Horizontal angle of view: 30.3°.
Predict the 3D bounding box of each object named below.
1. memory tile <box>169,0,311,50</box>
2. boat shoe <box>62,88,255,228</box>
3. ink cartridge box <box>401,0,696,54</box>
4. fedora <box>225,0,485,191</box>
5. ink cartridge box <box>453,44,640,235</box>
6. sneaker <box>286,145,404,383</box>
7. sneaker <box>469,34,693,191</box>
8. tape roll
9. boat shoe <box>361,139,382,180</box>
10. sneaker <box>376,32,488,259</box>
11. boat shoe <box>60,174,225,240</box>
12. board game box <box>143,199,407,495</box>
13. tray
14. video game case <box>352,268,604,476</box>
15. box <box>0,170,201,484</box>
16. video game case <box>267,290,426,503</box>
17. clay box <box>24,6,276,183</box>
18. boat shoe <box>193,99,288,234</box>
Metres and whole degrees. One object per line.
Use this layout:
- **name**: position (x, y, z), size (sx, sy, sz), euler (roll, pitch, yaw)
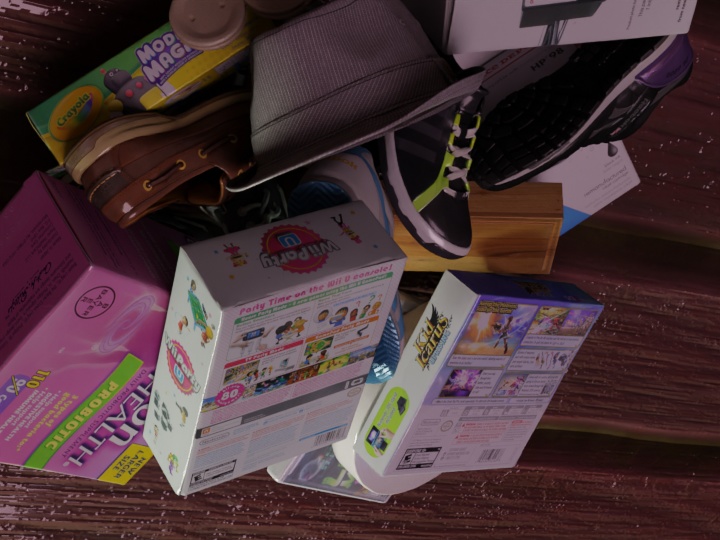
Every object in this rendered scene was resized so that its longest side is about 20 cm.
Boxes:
- **memory tile**: position (-0.050, -0.237, 0.877), size (0.199, 0.154, 0.017), euler (-24, 160, -4)
- **boat shoe**: position (-0.109, -0.074, 0.918), size (0.200, 0.068, 0.072), euler (-21, 165, -45)
- **ink cartridge box**: position (0.127, -0.231, 0.961), size (0.199, 0.147, 0.083), euler (-7, 129, -18)
- **fedora**: position (-0.015, -0.124, 0.857), size (0.176, 0.091, 0.200), euler (-20, -175, 31)
- **ink cartridge box**: position (0.142, -0.122, 1.108), size (0.116, 0.067, 0.200), euler (-34, 132, 3)
- **sneaker**: position (0.000, 0.000, 1.016), size (0.076, 0.081, 0.201), euler (5, 127, 19)
- **sneaker**: position (0.179, -0.117, 1.036), size (0.200, 0.076, 0.088), euler (-39, 138, 6)
- **tape roll**: position (0.062, 0.114, 1.207), size (0.202, 0.037, 0.204), euler (-28, 138, -28)
- **boat shoe**: position (0.010, -0.097, 1.071), size (0.074, 0.063, 0.201), euler (-48, 132, 13)
- **sneaker**: position (0.058, -0.110, 0.998), size (0.082, 0.201, 0.072), euler (-19, 173, 31)
- **boat shoe**: position (-0.154, -0.014, 1.058), size (0.200, 0.063, 0.073), euler (31, 107, -40)
- **board game box**: position (-0.064, 0.057, 0.937), size (0.147, 0.064, 0.201), euler (-16, 143, -32)
- **tray**: position (0.061, -0.034, 1.090), size (0.198, 0.037, 0.099), euler (0, 154, 1)
- **video game case**: position (0.107, 0.091, 1.165), size (0.199, 0.045, 0.182), euler (6, 117, -49)
- **box**: position (-0.197, 0.050, 0.947), size (0.176, 0.097, 0.200), euler (-45, 148, 13)
- **video game case**: position (0.026, 0.122, 1.226), size (0.201, 0.023, 0.181), euler (-55, 144, 8)
- **clay box**: position (-0.151, -0.130, 0.932), size (0.199, 0.115, 0.048), euler (-31, 95, 1)
- **boat shoe**: position (-0.075, -0.042, 1.038), size (0.073, 0.063, 0.201), euler (-37, 122, -26)
